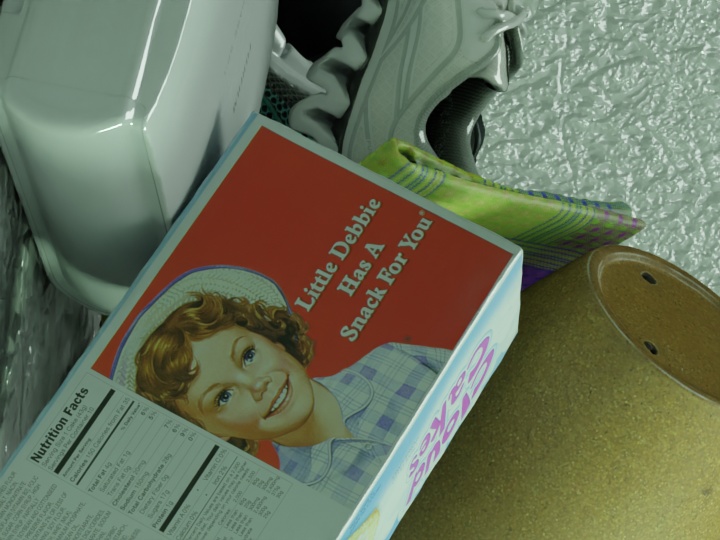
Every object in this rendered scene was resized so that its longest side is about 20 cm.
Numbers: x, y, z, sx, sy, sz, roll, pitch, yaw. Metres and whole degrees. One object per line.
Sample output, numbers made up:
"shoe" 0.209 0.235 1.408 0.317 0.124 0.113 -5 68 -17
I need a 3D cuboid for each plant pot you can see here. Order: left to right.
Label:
"plant pot" 0.072 0.093 1.050 0.200 0.186 0.187 -53 -168 26

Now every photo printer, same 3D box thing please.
"photo printer" -0.078 -0.081 0.977 0.200 0.069 0.167 86 16 -66

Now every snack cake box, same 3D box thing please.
"snack cake box" -0.040 0.056 0.920 0.200 0.115 0.067 -56 163 -24

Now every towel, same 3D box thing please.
"towel" 0.000 0.000 1.074 0.200 0.143 0.023 -29 -120 45

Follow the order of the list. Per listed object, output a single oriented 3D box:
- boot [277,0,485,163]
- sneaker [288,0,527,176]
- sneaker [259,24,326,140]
"boot" -0.019 -0.095 1.283 0.073 0.198 0.162 -45 -178 19
"sneaker" 0.037 -0.117 1.059 0.075 0.081 0.201 -1 110 -49
"sneaker" -0.034 -0.045 1.133 0.078 0.200 0.091 -34 -152 52
